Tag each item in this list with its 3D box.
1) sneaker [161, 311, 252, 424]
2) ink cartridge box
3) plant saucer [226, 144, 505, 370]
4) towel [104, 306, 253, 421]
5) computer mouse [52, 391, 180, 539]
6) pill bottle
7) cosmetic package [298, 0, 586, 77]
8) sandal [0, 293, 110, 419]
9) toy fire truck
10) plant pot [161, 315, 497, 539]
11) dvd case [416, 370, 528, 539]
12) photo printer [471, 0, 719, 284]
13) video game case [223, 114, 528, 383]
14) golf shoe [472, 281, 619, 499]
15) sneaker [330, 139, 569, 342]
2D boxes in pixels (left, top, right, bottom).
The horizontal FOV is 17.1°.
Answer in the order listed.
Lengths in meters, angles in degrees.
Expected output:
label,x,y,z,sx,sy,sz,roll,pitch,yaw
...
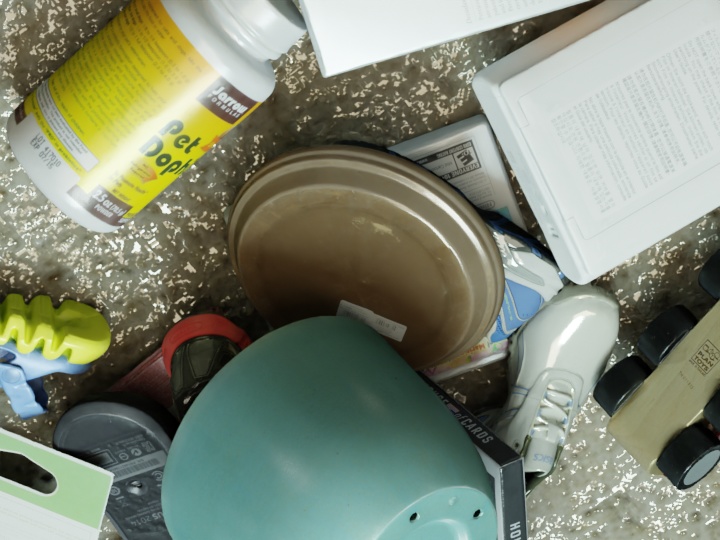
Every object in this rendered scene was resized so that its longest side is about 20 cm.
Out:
label,x,y,z,sx,sy,sz,roll,pitch,yaw
sneaker,-0.071,0.124,1.689,0.071,0.098,0.200,-30,116,15
ink cartridge box,-0.257,0.198,1.744,0.146,0.048,0.200,21,114,8
plant saucer,0.000,0.000,1.646,0.200,0.029,0.200,11,133,12
towel,-0.090,0.131,1.760,0.144,0.023,0.200,-37,112,21
computer mouse,-0.155,0.154,1.737,0.138,0.053,0.200,-15,127,17
pill bottle,-0.134,-0.125,1.610,0.200,0.109,0.109,-41,110,13
cosmetic package,0.058,-0.202,1.598,0.200,0.101,0.071,-16,114,3
sandal,-0.283,0.052,1.694,0.200,0.079,0.087,18,114,-10
toy fire truck,0.294,0.086,1.748,0.176,0.200,0.129,-50,65,14
plant pot,-0.006,0.156,1.589,0.201,0.161,0.201,-24,132,-29
dvd case,0.073,0.185,1.730,0.025,0.150,0.200,-21,124,-24
photo printer,0.197,-0.109,1.641,0.200,0.069,0.166,-30,105,-11
video game case,0.025,0.002,1.725,0.200,0.024,0.182,-20,114,3
golf shoe,0.135,0.103,1.723,0.078,0.097,0.200,16,119,-22
sneaker,0.051,-0.020,1.663,0.200,0.076,0.077,33,101,-17
